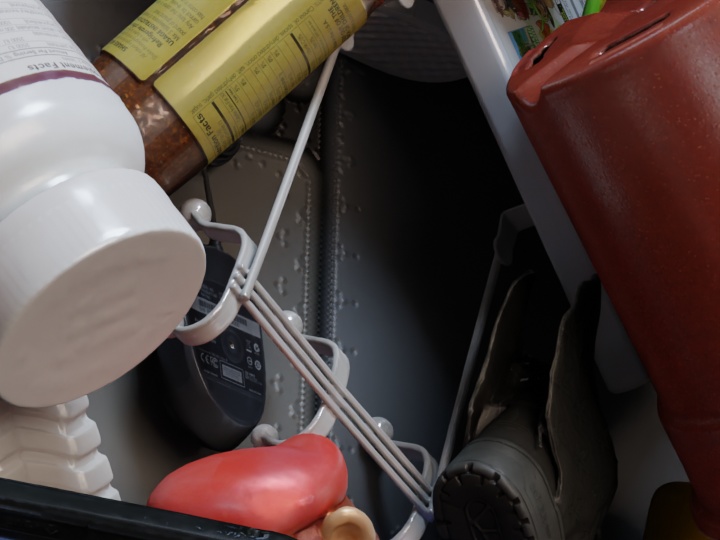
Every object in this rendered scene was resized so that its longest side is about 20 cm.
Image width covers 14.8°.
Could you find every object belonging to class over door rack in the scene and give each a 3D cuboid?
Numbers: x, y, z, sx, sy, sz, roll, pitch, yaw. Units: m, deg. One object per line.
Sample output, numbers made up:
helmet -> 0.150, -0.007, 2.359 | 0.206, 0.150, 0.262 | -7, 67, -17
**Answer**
over door rack -> 0.000, 0.000, 1.143 | 0.148, 0.067, 0.200 | 51, 49, -30

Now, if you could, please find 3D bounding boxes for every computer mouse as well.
computer mouse -> -0.072, -0.017, 1.151 | 0.059, 0.034, 0.200 | 30, 47, -49

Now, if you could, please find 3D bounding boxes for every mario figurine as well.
mario figurine -> -0.010, 0.151, 1.059 | 0.200, 0.123, 0.106 | 43, 20, -21

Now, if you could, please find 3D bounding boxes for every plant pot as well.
plant pot -> 0.168, -0.030, 1.091 | 0.201, 0.201, 0.195 | -41, 103, -37

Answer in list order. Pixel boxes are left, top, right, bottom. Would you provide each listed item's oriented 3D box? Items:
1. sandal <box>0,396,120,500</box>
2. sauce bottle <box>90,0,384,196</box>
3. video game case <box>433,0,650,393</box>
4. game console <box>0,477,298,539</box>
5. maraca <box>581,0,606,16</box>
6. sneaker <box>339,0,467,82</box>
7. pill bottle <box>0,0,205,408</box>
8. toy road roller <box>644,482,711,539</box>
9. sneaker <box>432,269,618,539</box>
sandal -> -0.123, 0.120, 1.052 | 0.082, 0.050, 0.203 | -4, 86, -50
sauce bottle -> -0.079, -0.069, 1.104 | 0.200, 0.066, 0.066 | -40, 97, -9
video game case -> 0.105, -0.058, 1.228 | 0.200, 0.022, 0.182 | 66, 25, -1
game console -> -0.124, 0.172, 0.941 | 0.200, 0.176, 0.116 | 11, 34, 5
maraca -> 0.188, -0.117, 1.217 | 0.200, 0.107, 0.137 | -34, 96, -9
sneaker -> -0.026, -0.151, 1.202 | 0.200, 0.078, 0.080 | 23, 65, -37
pill bottle -> -0.148, -0.051, 1.019 | 0.109, 0.110, 0.200 | -19, 58, -37
toy road roller -> 0.193, 0.142, 1.160 | 0.146, 0.200, 0.123 | 10, 82, -2
sneaker -> 0.076, 0.109, 1.142 | 0.104, 0.060, 0.200 | -50, 137, -50
